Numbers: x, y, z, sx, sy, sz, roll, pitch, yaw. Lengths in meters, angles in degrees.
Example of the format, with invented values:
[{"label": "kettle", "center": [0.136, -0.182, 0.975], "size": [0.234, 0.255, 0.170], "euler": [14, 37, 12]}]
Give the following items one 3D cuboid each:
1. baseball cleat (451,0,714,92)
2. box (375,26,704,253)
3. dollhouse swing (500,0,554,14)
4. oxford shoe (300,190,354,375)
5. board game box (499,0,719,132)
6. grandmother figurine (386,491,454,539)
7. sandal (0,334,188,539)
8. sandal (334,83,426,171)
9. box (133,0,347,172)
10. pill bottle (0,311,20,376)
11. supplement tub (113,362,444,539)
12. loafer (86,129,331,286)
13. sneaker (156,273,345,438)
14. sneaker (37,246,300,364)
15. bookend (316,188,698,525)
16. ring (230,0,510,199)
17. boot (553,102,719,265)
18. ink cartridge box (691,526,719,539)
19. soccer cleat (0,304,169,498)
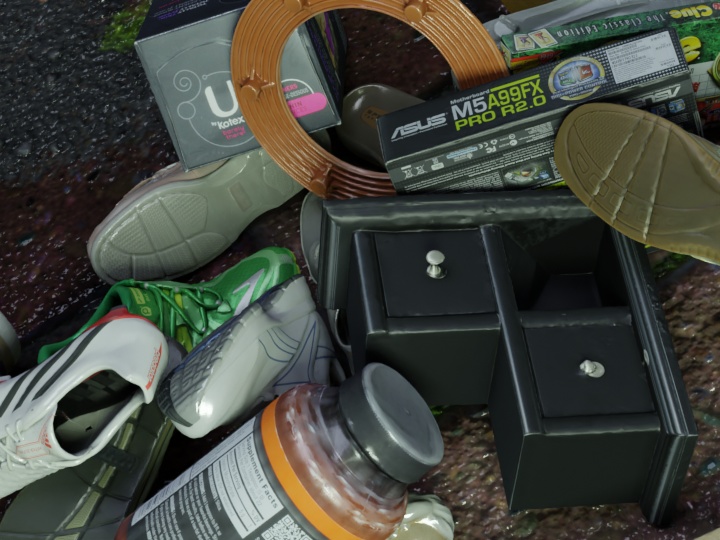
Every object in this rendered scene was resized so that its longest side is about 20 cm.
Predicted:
[{"label": "baseball cleat", "center": [0.159, -0.158, 1.321], "size": [0.198, 0.107, 0.070], "euler": [-12, 73, 1]}, {"label": "box", "center": [0.126, -0.062, 1.241], "size": [0.199, 0.161, 0.044], "euler": [-17, 49, 8]}, {"label": "dollhouse swing", "center": [0.213, -0.262, 1.379], "size": [0.175, 0.182, 0.201], "euler": [-9, 45, 42]}, {"label": "oxford shoe", "center": [0.000, 0.000, 1.309], "size": [0.075, 0.058, 0.201], "euler": [-23, 45, 6]}, {"label": "board game box", "center": [0.186, -0.127, 1.272], "size": [0.199, 0.105, 0.024], "euler": [-11, 46, -11]}, {"label": "grandmother figurine", "center": [0.035, 0.215, 1.120], "size": [0.120, 0.061, 0.201], "euler": [6, 46, -9]}, {"label": "sandal", "center": [-0.166, 0.137, 1.255], "size": [0.079, 0.057, 0.202], "euler": [29, 81, 18]}, {"label": "sandal", "center": [0.054, -0.096, 1.369], "size": [0.199, 0.054, 0.080], "euler": [27, 65, 36]}, {"label": "box", "center": [-0.082, -0.167, 1.399], "size": [0.121, 0.107, 0.200], "euler": [-17, 22, 9]}, {"label": "pill bottle", "center": [-0.337, 0.096, 1.320], "size": [0.115, 0.116, 0.200], "euler": [20, 62, 33]}, {"label": "supplement tub", "center": [-0.045, 0.139, 1.133], "size": [0.200, 0.107, 0.107], "euler": [-38, 44, 20]}, {"label": "loafer", "center": [-0.115, -0.055, 1.401], "size": [0.199, 0.072, 0.063], "euler": [-32, 31, -14]}, {"label": "sneaker", "center": [-0.058, 0.065, 1.203], "size": [0.074, 0.087, 0.200], "euler": [-36, 0, 26]}, {"label": "sneaker", "center": [-0.129, 0.041, 1.306], "size": [0.199, 0.084, 0.074], "euler": [-30, 47, -6]}, {"label": "bookend", "center": [0.081, 0.053, 1.165], "size": [0.198, 0.092, 0.200], "euler": [-2, 48, -7]}, {"label": "ring", "center": [0.005, -0.114, 1.259], "size": [0.199, 0.201, 0.019], "euler": [2, 38, 23]}, {"label": "boot", "center": [0.225, -0.040, 1.182], "size": [0.199, 0.154, 0.073], "euler": [26, 99, 21]}, {"label": "ink cartridge box", "center": [0.208, 0.227, 1.026], "size": [0.199, 0.075, 0.165], "euler": [-25, 46, 1]}, {"label": "soccer cleat", "center": [-0.202, 0.099, 1.195], "size": [0.199, 0.069, 0.085], "euler": [-34, 27, 15]}]
